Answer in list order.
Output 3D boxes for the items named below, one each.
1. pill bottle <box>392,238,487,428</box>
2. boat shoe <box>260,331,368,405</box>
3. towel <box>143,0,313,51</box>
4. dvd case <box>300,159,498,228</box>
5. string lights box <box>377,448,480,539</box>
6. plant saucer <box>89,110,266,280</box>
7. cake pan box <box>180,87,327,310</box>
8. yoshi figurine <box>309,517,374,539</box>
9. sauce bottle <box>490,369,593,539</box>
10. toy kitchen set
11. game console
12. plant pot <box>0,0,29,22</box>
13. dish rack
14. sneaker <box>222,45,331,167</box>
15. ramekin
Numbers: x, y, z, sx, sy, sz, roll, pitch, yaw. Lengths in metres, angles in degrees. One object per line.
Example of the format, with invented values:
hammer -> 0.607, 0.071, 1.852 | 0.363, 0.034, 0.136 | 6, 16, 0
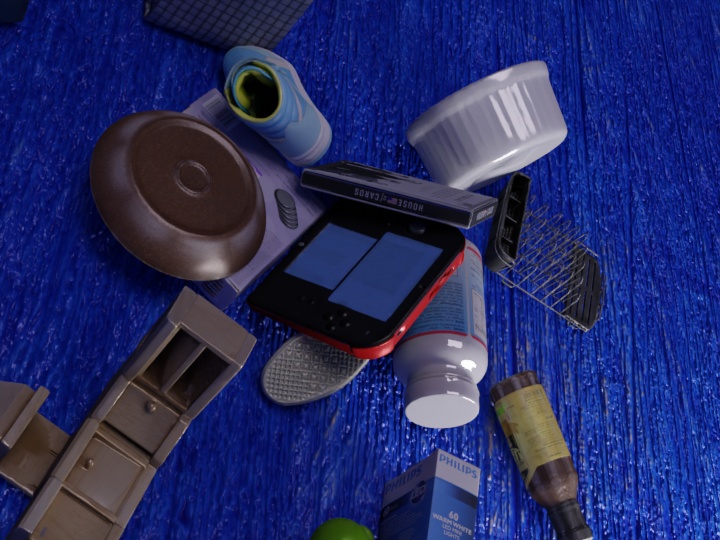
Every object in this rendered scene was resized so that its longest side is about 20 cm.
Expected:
pill bottle -> 0.088, 0.068, 1.298 | 0.107, 0.109, 0.203 | 20, 53, -26
boat shoe -> -0.024, 0.079, 1.230 | 0.199, 0.062, 0.075 | -36, 93, -24
towel -> -0.141, -0.348, 1.329 | 0.164, 0.200, 0.087 | 18, 51, -28
dvd case -> 0.048, -0.089, 1.312 | 0.197, 0.025, 0.150 | 16, 13, 15
string lights box -> 0.059, 0.290, 1.136 | 0.058, 0.103, 0.202 | 27, 50, -19
plant saucer -> -0.177, -0.087, 1.180 | 0.198, 0.037, 0.203 | 18, 53, -25
cake pan box -> -0.157, -0.084, 1.251 | 0.200, 0.052, 0.184 | 46, 43, -4
yoshi figurine -> -0.026, 0.314, 1.057 | 0.111, 0.112, 0.202 | 22, 48, -16
sauce bottle -> 0.210, 0.218, 1.325 | 0.064, 0.065, 0.203 | -3, 63, -38
toy kitchen set -> -0.227, 0.120, 0.972 | 0.162, 0.180, 0.201 | 36, 42, -10
game console -> 0.000, 0.000, 1.226 | 0.175, 0.031, 0.200 | 23, 51, 26
plant pot -> -0.439, -0.332, 1.141 | 0.198, 0.141, 0.143 | -18, 73, -35
dish rack -> 0.252, -0.018, 1.518 | 0.199, 0.054, 0.155 | 33, 48, -16
sneaker -> -0.117, -0.212, 1.285 | 0.200, 0.080, 0.130 | 48, 7, 35
ramekin -> 0.164, -0.173, 1.455 | 0.199, 0.200, 0.099 | -21, 83, -43
